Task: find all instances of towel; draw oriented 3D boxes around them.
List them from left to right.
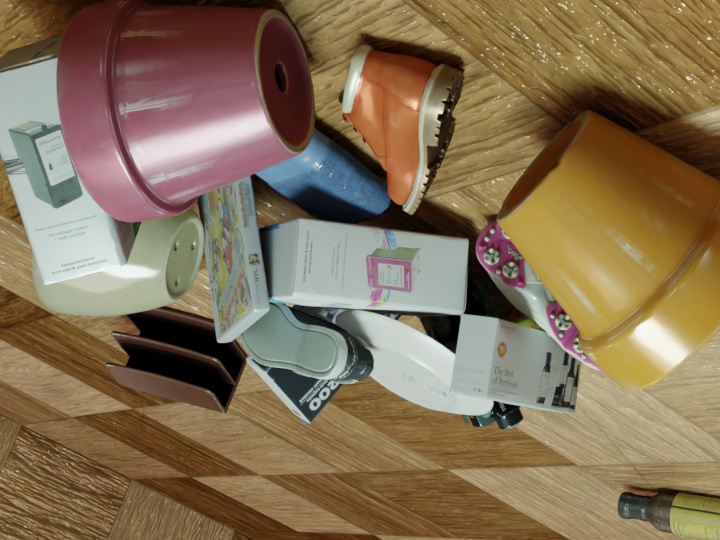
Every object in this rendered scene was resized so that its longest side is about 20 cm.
[{"bbox_3d":[-0.064,-0.117,1.342,0.199,0.049,0.111,35,154,-29],"label":"towel"}]

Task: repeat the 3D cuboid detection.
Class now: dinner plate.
[{"bbox_3d":[0.054,0.110,1.436,0.198,0.024,0.201,26,159,11],"label":"dinner plate"}]

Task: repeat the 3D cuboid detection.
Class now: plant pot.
[{"bbox_3d":[-0.145,-0.154,1.165,0.177,0.202,0.200,-7,149,21],"label":"plant pot"},{"bbox_3d":[0.224,-0.032,1.125,0.183,0.201,0.200,40,156,-4],"label":"plant pot"}]

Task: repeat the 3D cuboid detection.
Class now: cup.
[{"bbox_3d":[-0.265,-0.031,1.505,0.142,0.202,0.201,15,158,16],"label":"cup"}]

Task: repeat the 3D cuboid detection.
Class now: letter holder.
[{"bbox_3d":[-0.300,0.130,2.049,0.198,0.101,0.143,12,155,20],"label":"letter holder"}]

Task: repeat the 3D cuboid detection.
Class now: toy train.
[{"bbox_3d":[0.125,0.092,1.516,0.202,0.085,0.114,63,163,-2],"label":"toy train"}]

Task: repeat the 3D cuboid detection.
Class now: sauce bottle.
[{"bbox_3d":[0.483,0.364,1.948,0.198,0.065,0.065,5,154,38],"label":"sauce bottle"}]

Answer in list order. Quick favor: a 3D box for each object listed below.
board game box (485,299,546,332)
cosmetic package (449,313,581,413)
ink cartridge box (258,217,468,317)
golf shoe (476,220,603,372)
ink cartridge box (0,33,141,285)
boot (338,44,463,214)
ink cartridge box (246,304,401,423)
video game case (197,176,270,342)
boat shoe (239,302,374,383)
[{"bbox_3d":[0.222,0.066,1.511,0.101,0.048,0.200,27,157,-14],"label":"board game box"},{"bbox_3d":[0.170,0.101,1.381,0.050,0.084,0.199,3,173,36],"label":"cosmetic package"},{"bbox_3d":[0.000,0.000,1.402,0.198,0.086,0.144,8,175,-22],"label":"ink cartridge box"},{"bbox_3d":[0.203,0.029,1.370,0.200,0.075,0.092,47,173,10],"label":"golf shoe"},{"bbox_3d":[-0.277,-0.110,1.220,0.083,0.146,0.202,-13,108,2],"label":"ink cartridge box"},{"bbox_3d":[0.031,-0.132,1.205,0.106,0.076,0.201,20,150,9],"label":"boot"},{"bbox_3d":[-0.026,0.086,1.585,0.043,0.198,0.200,36,169,32],"label":"ink cartridge box"},{"bbox_3d":[-0.145,-0.026,1.448,0.023,0.184,0.200,-6,169,-19],"label":"video game case"},{"bbox_3d":[-0.063,0.082,1.441,0.060,0.076,0.199,18,-174,-39],"label":"boat shoe"}]
